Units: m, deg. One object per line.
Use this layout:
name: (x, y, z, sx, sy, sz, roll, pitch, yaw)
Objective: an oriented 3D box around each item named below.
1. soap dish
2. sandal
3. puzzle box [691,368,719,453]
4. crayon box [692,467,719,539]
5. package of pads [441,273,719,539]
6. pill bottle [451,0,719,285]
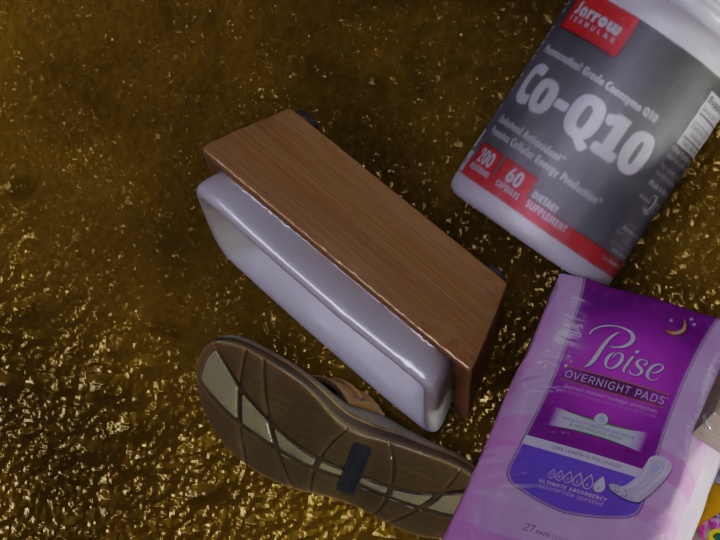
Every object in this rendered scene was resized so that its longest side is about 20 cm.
soap dish: (0.000, 0.000, 0.997, 0.200, 0.157, 0.081, 39, 80, 12)
sandal: (-0.012, 0.100, 1.040, 0.198, 0.054, 0.081, 25, 121, -2)
puzzle box: (0.283, 0.088, 0.884, 0.199, 0.025, 0.133, 33, 54, 1)
crayon box: (0.244, 0.131, 0.947, 0.198, 0.058, 0.120, 1, 54, 14)
package of pads: (0.130, 0.107, 0.907, 0.119, 0.076, 0.201, 16, 59, 21)
pill bottle: (0.151, -0.101, 0.979, 0.113, 0.114, 0.201, 34, 95, 13)
